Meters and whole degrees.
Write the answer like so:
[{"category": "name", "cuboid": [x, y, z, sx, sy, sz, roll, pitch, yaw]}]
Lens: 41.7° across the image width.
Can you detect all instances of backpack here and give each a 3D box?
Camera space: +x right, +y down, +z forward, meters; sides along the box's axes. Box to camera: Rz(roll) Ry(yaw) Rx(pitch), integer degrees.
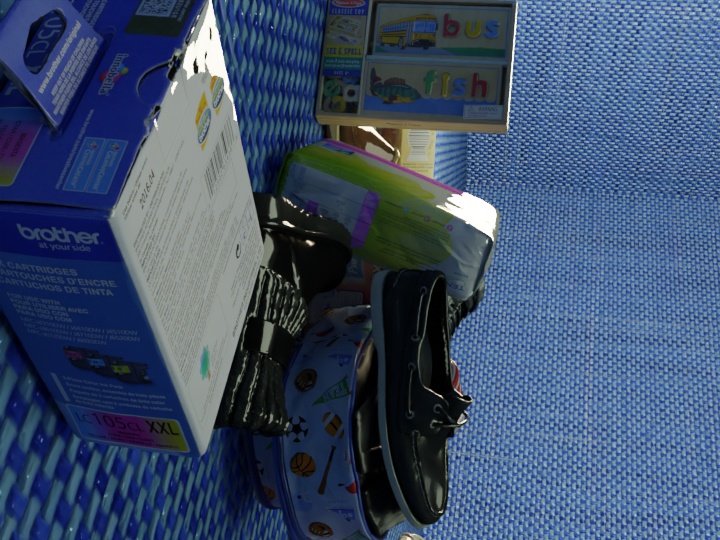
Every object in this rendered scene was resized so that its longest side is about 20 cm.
[{"category": "backpack", "cuboid": [-0.019, 0.134, 0.808, 0.191, 0.151, 0.204, -65, 142, -72]}]

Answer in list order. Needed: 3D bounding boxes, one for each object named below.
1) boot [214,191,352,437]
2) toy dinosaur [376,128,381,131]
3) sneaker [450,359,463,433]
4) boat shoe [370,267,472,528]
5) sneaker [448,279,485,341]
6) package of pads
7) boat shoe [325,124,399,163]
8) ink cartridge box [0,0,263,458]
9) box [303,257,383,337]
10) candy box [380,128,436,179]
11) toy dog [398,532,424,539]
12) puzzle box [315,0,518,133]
[{"category": "boot", "cuboid": [-0.063, 0.040, 0.693, 0.211, 0.078, 0.162, 20, 68, -70]}, {"category": "toy dinosaur", "cuboid": [0.016, -0.258, 1.064, 0.136, 0.101, 0.203, 39, -31, 64]}, {"category": "sneaker", "cuboid": [0.016, 0.149, 0.944, 0.072, 0.197, 0.114, 54, -19, 36]}, {"category": "boat shoe", "cuboid": [0.055, 0.095, 0.738, 0.074, 0.065, 0.204, 19, 63, -59]}, {"category": "sneaker", "cuboid": [0.083, 0.028, 0.927, 0.075, 0.079, 0.203, 88, 5, -48]}, {"category": "package of pads", "cuboid": [0.027, -0.052, 0.847, 0.155, 0.197, 0.069, -50, 162, -73]}, {"category": "boat shoe", "cuboid": [0.008, -0.138, 1.068, 0.203, 0.073, 0.076, 76, 21, -63]}, {"category": "ink cartridge box", "cuboid": [-0.104, -0.030, 0.425, 0.202, 0.075, 0.138, 86, 12, -49]}, {"category": "box", "cuboid": [0.000, 0.000, 1.015, 0.095, 0.100, 0.205, 21, 73, -81]}, {"category": "candy box", "cuboid": [0.043, -0.104, 1.202, 0.115, 0.054, 0.205, -155, -114, -62]}, {"category": "toy dog", "cuboid": [-0.011, 0.331, 1.120, 0.199, 0.096, 0.134, 4, 56, -60]}, {"category": "puzzle box", "cuboid": [0.057, -0.210, 0.955, 0.025, 0.195, 0.136, 55, 40, -74]}]
